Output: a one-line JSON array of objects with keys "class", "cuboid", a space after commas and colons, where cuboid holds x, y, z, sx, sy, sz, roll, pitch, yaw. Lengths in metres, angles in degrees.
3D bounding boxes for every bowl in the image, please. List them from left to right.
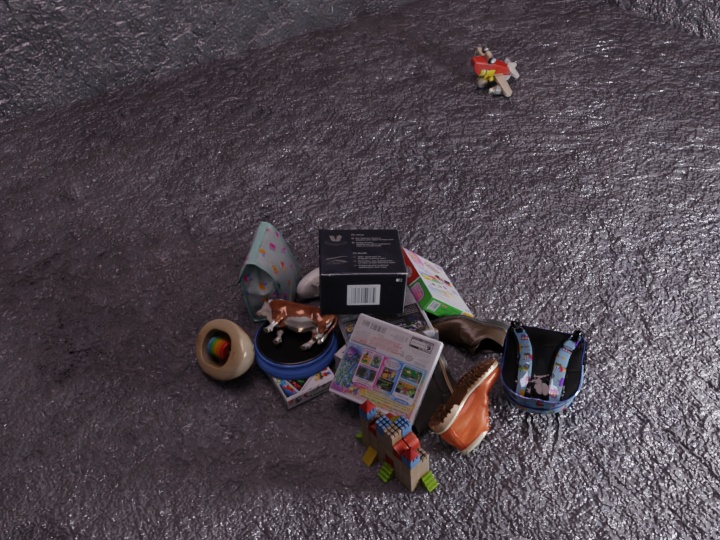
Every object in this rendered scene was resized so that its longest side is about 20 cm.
[{"class": "bowl", "cuboid": [-0.152, 0.167, 1.605, 0.198, 0.040, 0.202, -2, 40, 2]}]

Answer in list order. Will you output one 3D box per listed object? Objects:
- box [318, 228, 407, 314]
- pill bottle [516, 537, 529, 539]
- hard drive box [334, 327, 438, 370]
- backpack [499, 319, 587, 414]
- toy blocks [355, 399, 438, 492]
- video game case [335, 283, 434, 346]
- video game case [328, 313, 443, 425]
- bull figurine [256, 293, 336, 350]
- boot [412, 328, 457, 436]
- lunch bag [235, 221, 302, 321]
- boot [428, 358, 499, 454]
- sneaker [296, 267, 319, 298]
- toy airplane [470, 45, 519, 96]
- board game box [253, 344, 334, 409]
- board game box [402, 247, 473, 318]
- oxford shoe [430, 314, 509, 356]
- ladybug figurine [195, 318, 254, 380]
[{"class": "box", "cuboid": [0.000, 0.000, 1.611, 0.194, 0.119, 0.201, 0, 34, -4]}, {"class": "pill bottle", "cuboid": [0.233, 0.540, 1.130, 0.104, 0.105, 0.200, 28, 51, 33]}, {"class": "hard drive box", "cuboid": [0.063, 0.190, 1.578, 0.155, 0.077, 0.200, 24, 49, 31]}, {"class": "backpack", "cuboid": [0.382, 0.223, 1.456, 0.180, 0.136, 0.201, 8, 42, 15]}, {"class": "toy blocks", "cuboid": [0.066, 0.336, 1.360, 0.099, 0.138, 0.199, -31, 47, -27]}, {"class": "video game case", "cuboid": [0.049, 0.112, 1.596, 0.198, 0.024, 0.182, -14, 40, -10]}, {"class": "video game case", "cuboid": [0.053, 0.207, 1.461, 0.198, 0.024, 0.184, 18, 76, 22]}, {"class": "bull figurine", "cuboid": [-0.156, 0.116, 1.585, 0.197, 0.066, 0.122, 6, 42, 12]}, {"class": "boot", "cuboid": [0.123, 0.240, 1.464, 0.137, 0.078, 0.201, -27, 75, -18]}, {"class": "lunch bag", "cuboid": [-0.235, 0.002, 1.729, 0.120, 0.201, 0.171, -5, 40, 15]}, {"class": "boot", "cuboid": [0.237, 0.279, 1.418, 0.107, 0.075, 0.200, 44, 74, -9]}, {"class": "sneaker", "cuboid": [-0.066, 0.032, 1.777, 0.198, 0.073, 0.085, -21, 40, -19]}, {"class": "toy airplane", "cuboid": [0.496, -0.746, 2.589, 0.198, 0.141, 0.201, 38, 35, -8]}, {"class": "board game box", "cuboid": [-0.155, 0.220, 1.600, 0.125, 0.035, 0.200, -22, 43, -20]}, {"class": "board game box", "cuboid": [0.177, 0.040, 1.696, 0.152, 0.040, 0.201, 25, 25, -36]}, {"class": "oxford shoe", "cuboid": [0.247, 0.154, 1.602, 0.197, 0.073, 0.085, 4, 43, 11]}, {"class": "ladybug figurine", "cuboid": [-0.312, 0.185, 1.602, 0.199, 0.137, 0.072, 18, -1, 44]}]
